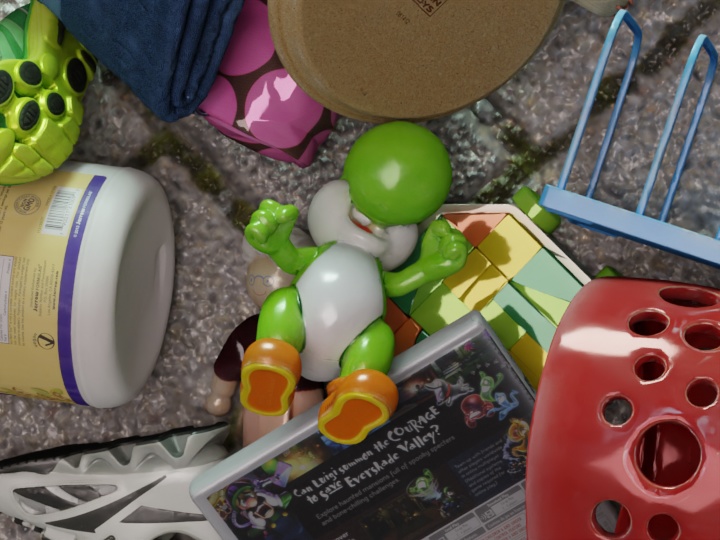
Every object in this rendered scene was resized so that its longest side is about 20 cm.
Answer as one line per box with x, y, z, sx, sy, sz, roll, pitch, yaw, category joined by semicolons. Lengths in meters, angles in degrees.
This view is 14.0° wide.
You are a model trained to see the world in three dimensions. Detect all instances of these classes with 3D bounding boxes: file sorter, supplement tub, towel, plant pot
0.222;-0.057;1.662;0.200;0.139;0.123;19;92;11;file sorter
-0.224;0.000;1.755;0.200;0.145;0.145;7;92;12;supplement tub
-0.154;-0.182;1.711;0.200;0.049;0.112;45;136;26;towel
0.205;0.110;1.608;0.182;0.200;0.201;6;92;20;plant pot

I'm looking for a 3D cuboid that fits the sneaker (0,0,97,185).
-0.210;-0.097;1.735;0.084;0.200;0.074;-27;109;20;sneaker

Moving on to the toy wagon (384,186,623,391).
0.064;0.023;1.746;0.200;0.040;0.155;45;99;8;toy wagon

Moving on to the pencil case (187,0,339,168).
-0.030;-0.166;1.745;0.094;0.091;0.200;33;96;42;pencil case

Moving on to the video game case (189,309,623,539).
0.032;0.143;1.716;0.200;0.023;0.182;-31;113;10;video game case

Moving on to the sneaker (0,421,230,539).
-0.165;0.148;1.771;0.200;0.074;0.089;-8;95;27;sneaker

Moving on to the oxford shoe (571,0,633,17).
0.162;-0.186;1.715;0.200;0.070;0.075;1;103;19;oxford shoe

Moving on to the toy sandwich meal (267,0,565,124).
0.030;-0.179;1.668;0.205;0.205;0.070;-44;38;9;toy sandwich meal

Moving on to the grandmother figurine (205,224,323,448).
-0.044;0.070;1.756;0.121;0.061;0.200;-1;93;22;grandmother figurine

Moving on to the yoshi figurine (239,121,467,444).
0.000;-0.010;1.663;0.112;0.112;0.200;-9;46;30;yoshi figurine
